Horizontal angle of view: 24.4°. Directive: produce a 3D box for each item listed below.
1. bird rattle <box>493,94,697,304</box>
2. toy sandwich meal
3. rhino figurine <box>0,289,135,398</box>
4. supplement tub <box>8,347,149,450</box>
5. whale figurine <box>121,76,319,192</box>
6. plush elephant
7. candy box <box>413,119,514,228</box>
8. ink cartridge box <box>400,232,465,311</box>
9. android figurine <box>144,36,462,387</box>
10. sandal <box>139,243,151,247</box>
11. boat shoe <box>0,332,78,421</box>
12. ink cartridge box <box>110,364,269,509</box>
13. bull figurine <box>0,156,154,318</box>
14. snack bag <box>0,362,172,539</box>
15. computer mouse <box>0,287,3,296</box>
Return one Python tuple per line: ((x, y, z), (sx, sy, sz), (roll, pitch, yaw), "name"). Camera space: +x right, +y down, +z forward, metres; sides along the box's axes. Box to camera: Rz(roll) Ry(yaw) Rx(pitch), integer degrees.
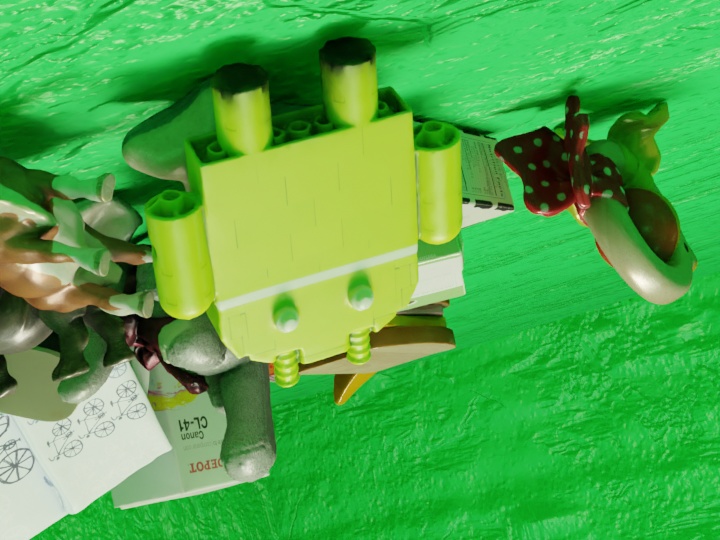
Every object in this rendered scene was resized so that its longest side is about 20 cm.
((0.192, -0.053, 1.206), (0.112, 0.164, 0.200), (-34, 176, 16), "bird rattle")
((-0.013, 0.061, 1.355), (0.203, 0.071, 0.205), (-15, 162, -5), "toy sandwich meal")
((-0.248, 0.041, 1.063), (0.198, 0.089, 0.060), (-16, 178, 12), "rhino figurine")
((-0.290, 0.085, 1.373), (0.198, 0.147, 0.144), (-8, 171, -39), "supplement tub")
((-0.057, -0.061, 0.968), (0.158, 0.105, 0.200), (-30, 144, 20), "whale figurine")
((-0.150, 0.033, 1.151), (0.153, 0.202, 0.165), (-9, 145, 11), "plush elephant")
((0.009, -0.056, 1.177), (0.135, 0.062, 0.199), (-17, 171, 25), "candy box")
((0.000, 0.000, 1.150), (0.144, 0.049, 0.200), (-14, 172, 3), "ink cartridge box")
((-0.028, -0.024, 0.908), (0.180, 0.202, 0.041), (-15, -144, -18), "android figurine")
((-0.167, 0.009, 1.326), (0.045, 0.076, 0.200), (-15, 165, -9), "sandal")
((-0.295, 0.054, 1.221), (0.199, 0.074, 0.063), (19, -162, -6), "boat shoe")
((-0.169, 0.104, 1.514), (0.085, 0.203, 0.147), (-17, 173, 29), "ink cartridge box")
((-0.177, -0.020, 0.890), (0.120, 0.066, 0.200), (10, 170, 17), "bull figurine")
((-0.257, 0.148, 1.326), (0.199, 0.021, 0.190), (-33, 144, -14), "snack bag")
((-0.291, 0.065, 0.980), (0.046, 0.202, 0.140), (30, -164, 26), "computer mouse")
